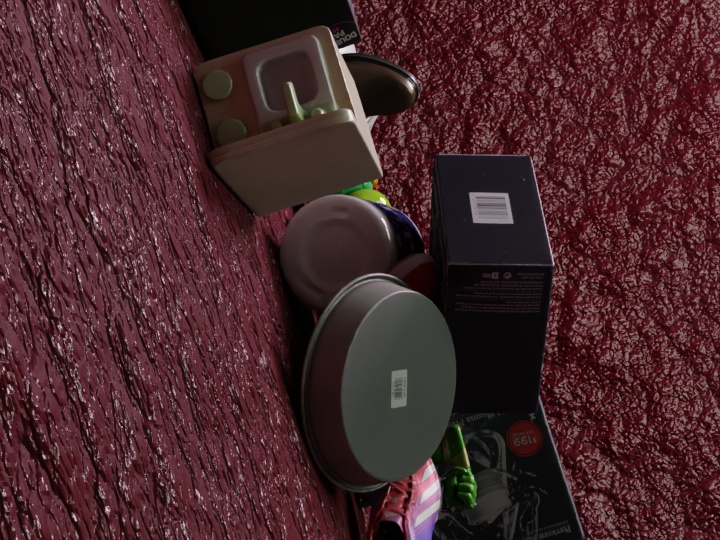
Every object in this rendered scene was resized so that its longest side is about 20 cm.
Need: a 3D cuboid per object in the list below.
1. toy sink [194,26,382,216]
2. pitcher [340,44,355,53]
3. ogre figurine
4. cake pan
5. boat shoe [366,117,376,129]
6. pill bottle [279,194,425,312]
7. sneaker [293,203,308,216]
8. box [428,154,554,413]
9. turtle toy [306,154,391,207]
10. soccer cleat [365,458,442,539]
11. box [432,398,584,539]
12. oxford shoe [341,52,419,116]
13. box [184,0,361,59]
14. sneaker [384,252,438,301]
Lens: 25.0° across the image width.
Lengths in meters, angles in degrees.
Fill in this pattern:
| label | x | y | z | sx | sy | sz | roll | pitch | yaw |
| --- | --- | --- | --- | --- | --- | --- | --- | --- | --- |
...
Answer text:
| label | x | y | z | sx | sy | sz | roll | pitch | yaw |
| --- | --- | --- | --- | --- | --- | --- | --- | --- | --- |
| toy sink | -0.067 | -0.139 | 1.454 | 0.200 | 0.130 | 0.112 | 49 | 24 | -76 |
| pitcher | -0.083 | -0.264 | 1.949 | 0.172 | 0.121 | 0.200 | 48 | -2 | -1 |
| ogre figurine | 0.045 | 0.171 | 1.681 | 0.098 | 0.120 | 0.201 | 72 | 3 | -67 |
| cake pan | 0.023 | 0.104 | 1.469 | 0.200 | 0.037 | 0.201 | -7 | 99 | -51 |
| boat shoe | -0.032 | -0.147 | 1.839 | 0.075 | 0.200 | 0.068 | 31 | -37 | 17 |
| pill bottle | 0.002 | -0.013 | 1.676 | 0.200 | 0.119 | 0.120 | 4 | 68 | -75 |
| sneaker | 0.000 | 0.000 | 1.822 | 0.200 | 0.081 | 0.088 | 43 | 23 | -29 |
| box | 0.124 | 0.011 | 1.621 | 0.200 | 0.104 | 0.183 | -92 | -176 | -54 |
| turtle toy | -0.022 | -0.101 | 1.924 | 0.146 | 0.101 | 0.200 | 57 | 14 | -47 |
| soccer cleat | 0.037 | 0.234 | 1.544 | 0.073 | 0.068 | 0.200 | 67 | 21 | -45 |
| box | 0.127 | 0.242 | 1.799 | 0.104 | 0.199 | 0.183 | 63 | 10 | -74 |
| oxford shoe | -0.035 | -0.175 | 1.645 | 0.085 | 0.199 | 0.073 | -103 | -161 | -50 |
| box | -0.101 | -0.300 | 1.529 | 0.200 | 0.148 | 0.125 | 68 | 5 | -46 |
| sneaker | 0.041 | 0.088 | 1.567 | 0.113 | 0.071 | 0.200 | 54 | -50 | 38 |
